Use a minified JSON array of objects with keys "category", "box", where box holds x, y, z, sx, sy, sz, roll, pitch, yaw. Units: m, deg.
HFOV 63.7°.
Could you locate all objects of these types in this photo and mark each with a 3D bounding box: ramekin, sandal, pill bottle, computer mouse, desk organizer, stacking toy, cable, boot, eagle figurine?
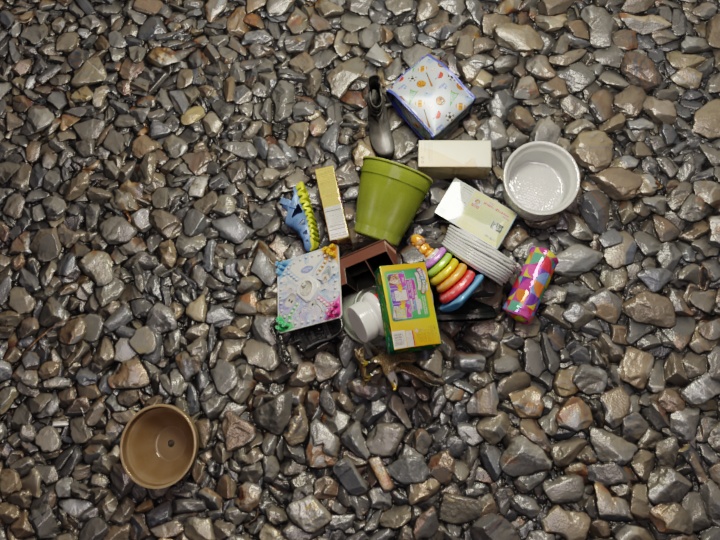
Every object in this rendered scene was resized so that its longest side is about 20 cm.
[{"category":"ramekin","box":[0.474,-0.231,1.551,0.196,0.098,0.205,-1,78,5]},{"category":"sandal","box":[-0.168,-0.140,1.598,0.086,0.080,0.203,-19,68,4]},{"category":"pill bottle","box":[0.074,0.090,1.446,0.198,0.114,0.115,-27,76,-20]},{"category":"computer mouse","box":[-0.143,0.153,1.546,0.198,0.046,0.142,-30,65,-2]},{"category":"desk organizer","box":[0.000,0.000,1.506,0.197,0.072,0.078,-22,59,22]},{"category":"stacking toy","box":[0.192,-0.011,1.410,0.200,0.116,0.110,48,65,-3]},{"category":"cable","box":[0.298,-0.041,1.474,0.199,0.199,0.070,37,100,30]},{"category":"boot","box":[0.254,0.047,1.516,0.196,0.076,0.172,-2,81,11]},{"category":"boot","box":[0.048,-0.425,1.610,0.068,0.132,0.204,-15,76,0]},{"category":"eagle figurine","box":[0.092,0.232,1.449,0.196,0.152,0.154,-13,78,0]}]

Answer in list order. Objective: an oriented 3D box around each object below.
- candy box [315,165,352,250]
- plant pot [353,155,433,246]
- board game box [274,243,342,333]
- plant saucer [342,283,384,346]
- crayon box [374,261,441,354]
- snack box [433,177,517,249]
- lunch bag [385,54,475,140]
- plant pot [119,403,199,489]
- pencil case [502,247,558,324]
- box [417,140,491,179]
[{"category":"candy box","box":[-0.071,-0.165,1.570,0.055,0.117,0.204,-12,77,2]},{"category":"plant pot","box":[0.070,-0.173,1.536,0.197,0.200,0.196,18,91,8]},{"category":"board game box","box":[-0.142,0.045,1.516,0.197,0.026,0.204,-16,64,25]},{"category":"plant saucer","box":[0.036,0.097,1.537,0.196,0.050,0.204,-1,78,4]},{"category":"crayon box","box":[0.109,0.086,1.363,0.116,0.058,0.204,-5,74,-15]},{"category":"snack box","box":[0.312,-0.151,1.576,0.198,0.037,0.117,32,82,11]},{"category":"lunch bag","box":[0.191,-0.478,1.617,0.170,0.124,0.200,-42,85,-5]},{"category":"plant pot","box":[-0.499,0.445,1.480,0.196,0.093,0.205,-1,77,5]},{"category":"pencil case","box":[0.441,0.037,1.504,0.087,0.089,0.202,27,79,10]},{"category":"box","box":[0.255,-0.303,1.587,0.196,0.095,0.079,1,78,6]}]
